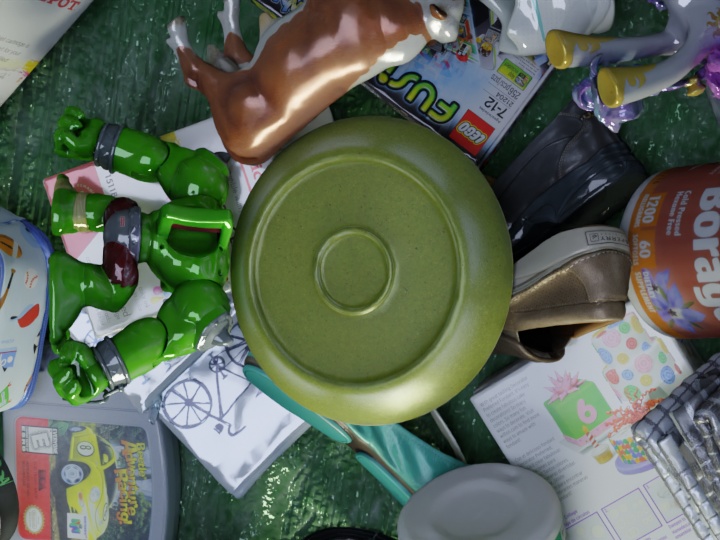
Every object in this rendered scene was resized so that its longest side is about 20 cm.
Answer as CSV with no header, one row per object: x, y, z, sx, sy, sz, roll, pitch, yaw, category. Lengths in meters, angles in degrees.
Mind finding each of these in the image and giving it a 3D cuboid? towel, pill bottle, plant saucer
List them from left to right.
0.000,0.000,1.269,0.198,0.031,0.202,0,89,21,plant saucer
0.096,0.242,1.337,0.112,0.113,0.202,-4,121,16,pill bottle
0.266,-0.016,1.219,0.199,0.112,0.113,-5,102,50,pill bottle
0.296,0.129,1.261,0.165,0.086,0.201,-34,92,-20,towel

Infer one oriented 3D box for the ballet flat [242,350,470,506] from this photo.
0.008,0.102,1.371,0.200,0.067,0.071,41,74,-12,ballet flat

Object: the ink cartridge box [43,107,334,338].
-0.103,-0.042,1.353,0.198,0.067,0.118,-20,90,6,ink cartridge box

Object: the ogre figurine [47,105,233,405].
-0.141,-0.012,1.269,0.118,0.201,0.099,-1,134,-3,ogre figurine

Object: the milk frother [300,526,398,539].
-0.055,0.295,1.409,0.198,0.182,0.189,-2,141,-13,milk frother

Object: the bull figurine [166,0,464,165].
-0.029,-0.156,1.267,0.199,0.065,0.122,-37,82,17,bull figurine

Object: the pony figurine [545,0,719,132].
0.215,-0.155,1.216,0.198,0.166,0.195,-16,88,-26,pony figurine

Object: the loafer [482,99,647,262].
0.099,-0.036,1.335,0.199,0.073,0.073,-35,68,17,loafer

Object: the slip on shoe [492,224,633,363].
0.111,0.033,1.290,0.200,0.075,0.061,-33,60,51,slip on shoe

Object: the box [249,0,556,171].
0.033,-0.169,1.319,0.199,0.035,0.110,37,89,5,box

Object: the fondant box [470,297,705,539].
0.189,0.129,1.341,0.144,0.058,0.201,-32,92,19,fondant box

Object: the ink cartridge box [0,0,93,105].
-0.312,-0.187,1.349,0.200,0.146,0.146,-44,68,18,ink cartridge box

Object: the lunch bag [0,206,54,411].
-0.318,0.017,1.430,0.199,0.075,0.162,23,113,27,lunch bag

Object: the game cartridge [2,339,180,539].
-0.200,0.154,1.464,0.132,0.041,0.202,2,102,11,game cartridge

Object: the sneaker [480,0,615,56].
0.087,-0.231,1.270,0.080,0.070,0.202,-27,84,-13,sneaker

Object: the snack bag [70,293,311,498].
-0.093,0.038,1.400,0.188,0.021,0.200,-43,88,6,snack bag

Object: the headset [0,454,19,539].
-0.335,0.185,1.467,0.124,0.094,0.200,49,132,2,headset
